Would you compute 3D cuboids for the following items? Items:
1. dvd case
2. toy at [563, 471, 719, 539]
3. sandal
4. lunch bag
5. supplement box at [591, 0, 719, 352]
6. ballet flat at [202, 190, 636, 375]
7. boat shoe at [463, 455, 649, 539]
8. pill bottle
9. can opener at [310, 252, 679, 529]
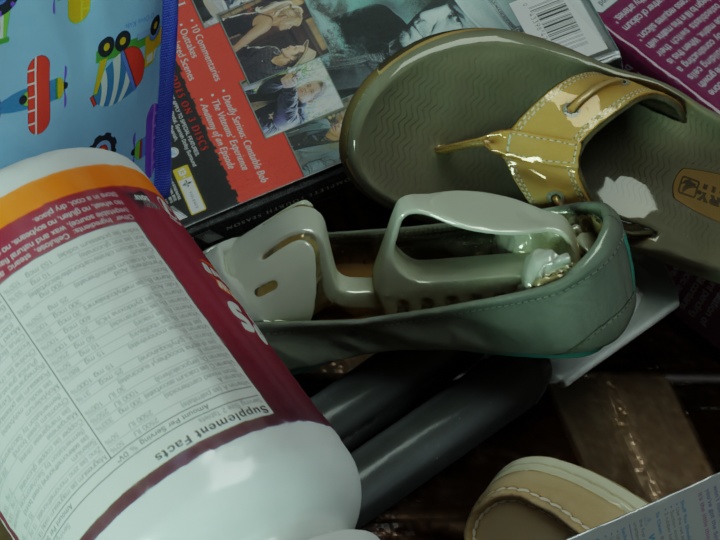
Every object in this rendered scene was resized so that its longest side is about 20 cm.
[{"bbox_3d":[-0.013,-0.095,1.071,0.200,0.022,0.146,-23,56,-4],"label":"dvd case"},{"bbox_3d":[0.038,0.142,0.846,0.200,0.115,0.047,-22,24,-23],"label":"toy"},{"bbox_3d":[0.092,-0.040,1.007,0.200,0.080,0.054,16,2,-11],"label":"sandal"},{"bbox_3d":[-0.136,-0.106,0.940,0.150,0.200,0.094,-21,50,-39],"label":"lunch bag"},{"bbox_3d":[0.160,-0.058,1.141,0.200,0.103,0.131,39,42,13],"label":"supplement box"},{"bbox_3d":[0.000,0.000,0.969,0.200,0.064,0.067,-3,38,3],"label":"ballet flat"},{"bbox_3d":[0.102,0.149,0.922,0.200,0.074,0.069,46,38,18],"label":"boat shoe"},{"bbox_3d":[-0.069,0.063,0.887,0.109,0.110,0.200,-16,57,-39],"label":"pill bottle"},{"bbox_3d":[0.042,0.045,1.020,0.200,0.067,0.053,-33,68,-31],"label":"can opener"}]
